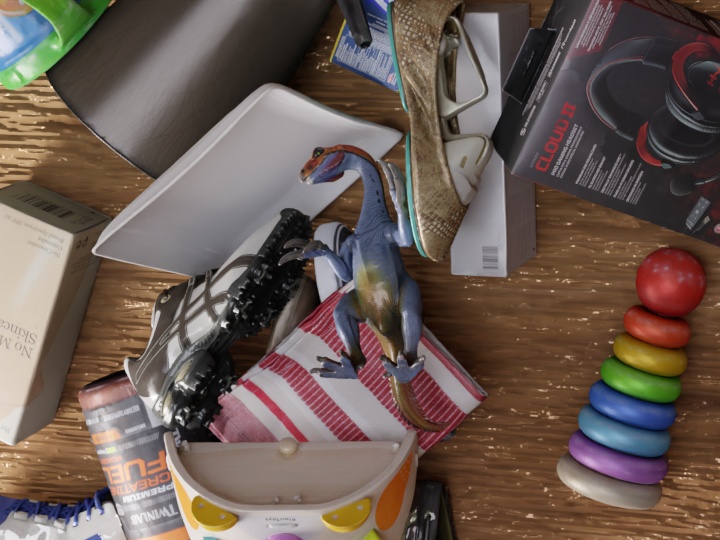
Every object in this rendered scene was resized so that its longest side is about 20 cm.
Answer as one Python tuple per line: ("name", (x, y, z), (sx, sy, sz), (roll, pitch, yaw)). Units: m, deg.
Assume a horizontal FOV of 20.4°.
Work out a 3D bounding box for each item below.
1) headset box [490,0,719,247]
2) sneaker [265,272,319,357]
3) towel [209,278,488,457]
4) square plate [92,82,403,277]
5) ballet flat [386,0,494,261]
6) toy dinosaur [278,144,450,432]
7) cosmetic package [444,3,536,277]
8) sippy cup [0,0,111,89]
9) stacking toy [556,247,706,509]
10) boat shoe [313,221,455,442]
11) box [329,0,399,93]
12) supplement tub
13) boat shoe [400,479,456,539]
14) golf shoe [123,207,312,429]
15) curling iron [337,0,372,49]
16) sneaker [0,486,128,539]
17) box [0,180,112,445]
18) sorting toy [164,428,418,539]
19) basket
("headset box", (0.199, -0.122, 1.459), (0.199, 0.075, 0.149), (19, 110, -18))
("sneaker", (-0.045, 0.098, 1.652), (0.075, 0.070, 0.201), (11, 111, -1))
("towel", (-0.016, 0.109, 1.592), (0.144, 0.023, 0.200), (46, 115, -5))
("square plate", (-0.088, -0.068, 1.553), (0.198, 0.200, 0.029), (-40, 65, 19))
("ballet flat", (0.063, -0.109, 1.460), (0.065, 0.070, 0.201), (-8, 90, 18))
("toy dinosaur", (0.000, 0.000, 1.519), (0.104, 0.182, 0.200), (-7, 142, 11))
("cosmetic package", (0.099, -0.101, 1.540), (0.050, 0.082, 0.201), (2, 102, 23))
("sippy cup", (-0.278, -0.235, 1.581), (0.130, 0.140, 0.178), (44, 139, -22))
("stacking toy", (0.219, 0.079, 1.550), (0.085, 0.085, 0.201), (19, 100, 14))
("boat shoe", (0.023, 0.050, 1.606), (0.068, 0.072, 0.201), (-16, 99, 23))
("box", (0.046, -0.243, 1.532), (0.064, 0.070, 0.201), (25, 109, 10))
("supplement tub", (-0.155, 0.175, 1.670), (0.107, 0.107, 0.201), (-19, 92, 21))
("boat shoe", (0.061, 0.268, 1.641), (0.065, 0.073, 0.201), (-11, 98, 26))
("golf shoe", (-0.118, 0.025, 1.580), (0.094, 0.078, 0.200), (36, 93, 29))
("curling iron", (-0.025, -0.254, 1.527), (0.025, 0.050, 0.201), (-13, 67, -4))
("sneaker", (-0.245, 0.223, 1.738), (0.199, 0.081, 0.115), (28, 106, 4))
("box", (-0.290, 0.036, 1.705), (0.095, 0.078, 0.201), (21, 108, 12))
("sorting toy", (-0.052, 0.222, 1.582), (0.199, 0.107, 0.181), (-1, 129, 4))
("basket", (-0.119, -0.182, 1.571), (0.180, 0.136, 0.200), (37, 107, -10))
